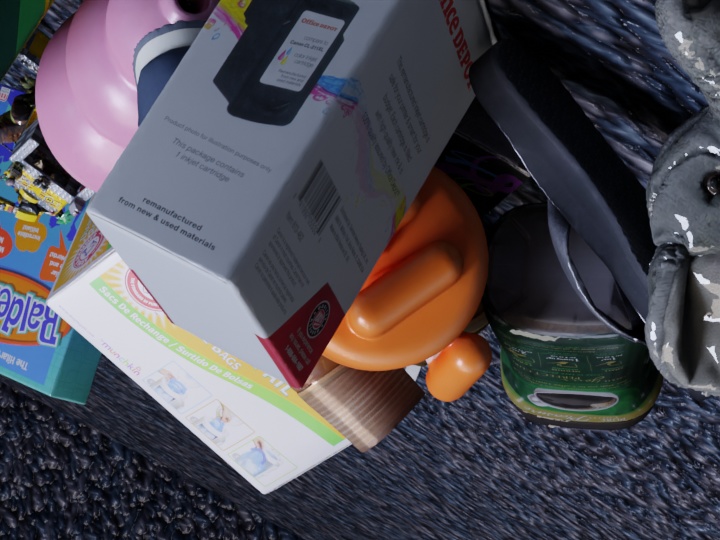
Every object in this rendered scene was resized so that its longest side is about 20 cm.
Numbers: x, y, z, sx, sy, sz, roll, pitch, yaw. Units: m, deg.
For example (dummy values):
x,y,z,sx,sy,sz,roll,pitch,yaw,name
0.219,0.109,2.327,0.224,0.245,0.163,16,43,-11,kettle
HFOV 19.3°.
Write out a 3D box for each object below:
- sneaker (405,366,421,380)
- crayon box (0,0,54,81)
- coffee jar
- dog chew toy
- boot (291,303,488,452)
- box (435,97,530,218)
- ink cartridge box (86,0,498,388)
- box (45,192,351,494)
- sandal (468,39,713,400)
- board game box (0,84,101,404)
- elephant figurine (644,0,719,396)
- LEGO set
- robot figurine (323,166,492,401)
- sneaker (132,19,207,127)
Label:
x,y,z,sx,sy,sz,roll,pitch,yaw,name
0.018,0.034,1.514,0.079,0.079,0.200,19,155,1,sneaker
-0.222,-0.135,1.201,0.058,0.173,0.200,35,165,-14,crayon box
0.129,0.032,1.256,0.103,0.086,0.200,4,160,9,coffee jar
-0.114,-0.115,1.191,0.124,0.125,0.200,30,157,-6,dog chew toy
0.000,0.000,1.309,0.156,0.200,0.077,49,142,-5,boot
0.020,-0.079,1.210,0.142,0.036,0.200,30,167,-4,box
-0.025,-0.066,1.003,0.082,0.201,0.146,26,165,21,ink cartridge box
-0.084,0.026,1.342,0.101,0.113,0.200,-32,115,32,box
0.116,-0.021,1.028,0.201,0.043,0.076,56,-152,13,sandal
-0.234,-0.021,1.564,0.151,0.202,0.045,18,179,34,board game box
0.178,-0.012,0.938,0.199,0.156,0.142,27,176,-4,elephant figurine
-0.252,-0.095,1.430,0.153,0.116,0.200,-26,122,36,LEGO set
0.009,-0.001,1.160,0.142,0.118,0.200,17,177,-2,robot figurine
-0.081,-0.044,1.127,0.069,0.083,0.200,-14,151,0,sneaker
